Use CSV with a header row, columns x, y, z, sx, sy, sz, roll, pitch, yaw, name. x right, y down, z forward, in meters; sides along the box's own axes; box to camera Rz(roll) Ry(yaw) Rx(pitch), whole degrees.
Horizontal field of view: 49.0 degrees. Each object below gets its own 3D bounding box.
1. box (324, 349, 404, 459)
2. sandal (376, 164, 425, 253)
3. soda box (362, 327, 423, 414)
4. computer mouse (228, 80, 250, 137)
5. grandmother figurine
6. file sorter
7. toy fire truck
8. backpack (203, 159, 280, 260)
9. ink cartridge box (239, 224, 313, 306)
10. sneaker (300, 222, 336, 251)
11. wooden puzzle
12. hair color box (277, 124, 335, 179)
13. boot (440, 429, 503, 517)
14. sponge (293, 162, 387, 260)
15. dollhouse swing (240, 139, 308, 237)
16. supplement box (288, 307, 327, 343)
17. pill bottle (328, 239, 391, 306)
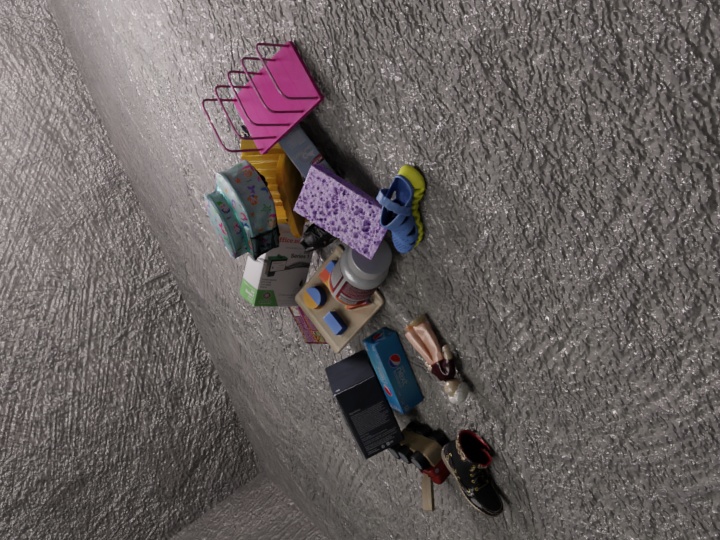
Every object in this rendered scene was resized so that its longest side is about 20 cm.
x,y,z,sx,sy,sz,roll,pitch,yaw,name
0.007,0.344,2.050,0.198,0.123,0.200,64,178,-16,box
0.070,-0.106,1.498,0.079,0.087,0.201,39,152,34,sandal
0.080,0.244,1.921,0.064,0.067,0.202,14,131,59,soda box
-0.270,-0.380,1.914,0.110,0.044,0.201,50,162,31,computer mouse
0.167,0.197,1.704,0.201,0.060,0.121,58,166,10,grandmother figurine
-0.205,-0.345,1.591,0.199,0.125,0.140,-35,80,35,file sorter
0.174,0.511,2.009,0.201,0.129,0.175,54,159,-18,toy fire truck
-0.263,-0.139,1.769,0.178,0.149,0.201,54,155,26,backpack
-0.206,-0.017,1.988,0.084,0.145,0.202,34,115,47,ink cartridge box
-0.085,-0.088,1.828,0.076,0.087,0.200,56,157,6,sneaker
-0.060,0.072,1.898,0.186,0.046,0.200,50,116,20,wooden puzzle
-0.126,-0.256,1.701,0.201,0.060,0.099,53,-177,14,hair color box
0.267,0.461,1.804,0.201,0.073,0.151,55,157,22,boot
-0.034,-0.121,1.610,0.199,0.030,0.112,32,119,6,sponge
-0.212,-0.182,1.835,0.179,0.177,0.202,0,127,21,dollhouse swing
-0.098,0.114,2.081,0.132,0.103,0.199,63,156,-9,supplement box
0.000,0.000,1.735,0.110,0.109,0.200,55,157,8,pill bottle
